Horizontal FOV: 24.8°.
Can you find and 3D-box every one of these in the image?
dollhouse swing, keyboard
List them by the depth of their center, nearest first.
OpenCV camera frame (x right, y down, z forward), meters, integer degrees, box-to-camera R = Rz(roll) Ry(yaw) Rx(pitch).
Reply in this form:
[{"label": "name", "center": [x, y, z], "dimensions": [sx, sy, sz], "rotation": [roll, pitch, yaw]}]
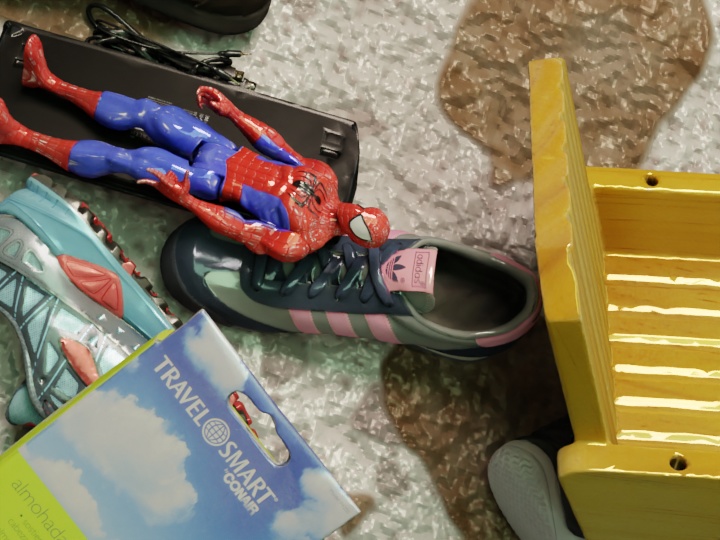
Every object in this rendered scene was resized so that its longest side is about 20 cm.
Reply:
[{"label": "dollhouse swing", "center": [0.165, 0.006, 0.801], "dimensions": [0.181, 0.176, 0.200], "rotation": [3, 47, 1]}, {"label": "keyboard", "center": [-0.097, -0.073, 0.849], "dimensions": [0.200, 0.040, 0.104], "rotation": [17, 61, -1]}]

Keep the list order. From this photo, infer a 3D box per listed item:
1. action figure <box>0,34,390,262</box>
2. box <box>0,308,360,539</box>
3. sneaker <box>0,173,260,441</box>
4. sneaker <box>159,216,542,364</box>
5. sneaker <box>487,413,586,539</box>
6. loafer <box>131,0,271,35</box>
[{"label": "action figure", "center": [-0.079, -0.053, 0.795], "dimensions": [0.200, 0.052, 0.066], "rotation": [22, 57, 0]}, {"label": "box", "center": [-0.112, 0.121, 0.747], "dimensions": [0.200, 0.048, 0.122], "rotation": [-38, 94, 5]}, {"label": "sneaker", "center": [-0.125, 0.055, 0.804], "dimensions": [0.095, 0.079, 0.200], "rotation": [-39, 87, -5]}, {"label": "sneaker", "center": [0.000, 0.000, 0.842], "dimensions": [0.199, 0.082, 0.070], "rotation": [8, 75, -16]}, {"label": "sneaker", "center": [0.167, 0.147, 0.865], "dimensions": [0.114, 0.075, 0.200], "rotation": [-38, 88, -20]}, {"label": "loafer", "center": [-0.131, -0.187, 0.843], "dimensions": [0.200, 0.071, 0.073], "rotation": [13, 55, -19]}]
